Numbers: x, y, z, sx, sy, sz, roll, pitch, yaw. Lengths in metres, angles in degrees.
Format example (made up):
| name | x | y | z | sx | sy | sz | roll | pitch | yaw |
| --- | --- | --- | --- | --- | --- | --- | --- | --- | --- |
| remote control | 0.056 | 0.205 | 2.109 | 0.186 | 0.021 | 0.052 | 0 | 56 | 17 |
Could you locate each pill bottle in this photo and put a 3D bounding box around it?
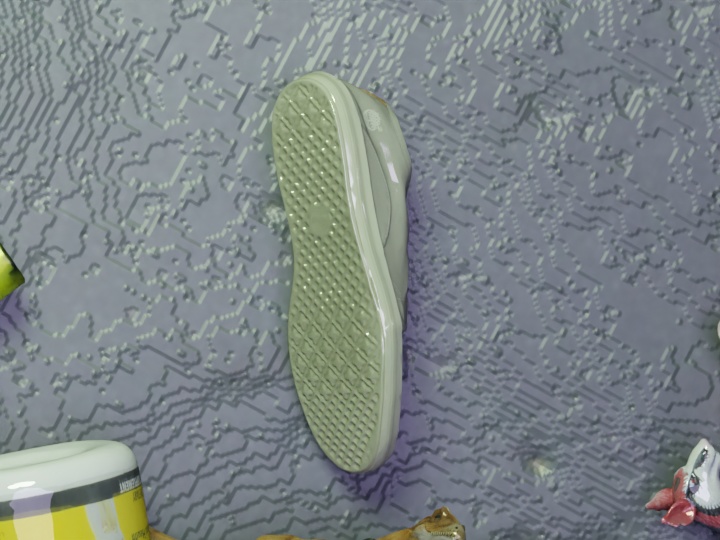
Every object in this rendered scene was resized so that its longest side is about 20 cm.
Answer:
| name | x | y | z | sx | sy | sz | roll | pitch | yaw |
| --- | --- | --- | --- | --- | --- | --- | --- | --- | --- |
| pill bottle | -0.146 | 0.188 | 1.359 | 0.112 | 0.112 | 0.201 | -10 | 93 | -11 |

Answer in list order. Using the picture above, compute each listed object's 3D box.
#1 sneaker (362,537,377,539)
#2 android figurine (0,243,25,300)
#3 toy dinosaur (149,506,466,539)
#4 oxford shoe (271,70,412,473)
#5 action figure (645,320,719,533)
| name | x | y | z | sx | sy | sz | roll | pitch | yaw |
| --- | --- | --- | --- | --- | --- | --- | --- | --- | --- |
| sneaker | -0.019 | 0.238 | 1.407 | 0.087 | 0.076 | 0.200 | 39 | 83 | -14 |
| android figurine | -0.267 | 0.027 | 1.362 | 0.200 | 0.041 | 0.182 | -35 | 88 | -10 |
| toy dinosaur | -0.047 | 0.148 | 1.380 | 0.199 | 0.061 | 0.106 | 2 | 46 | 10 |
| oxford shoe | 0.000 | 0.000 | 1.412 | 0.058 | 0.075 | 0.201 | -10 | 95 | -47 |
| action figure | 0.245 | 0.109 | 1.460 | 0.199 | 0.134 | 0.149 | -10 | 136 | 1 |
